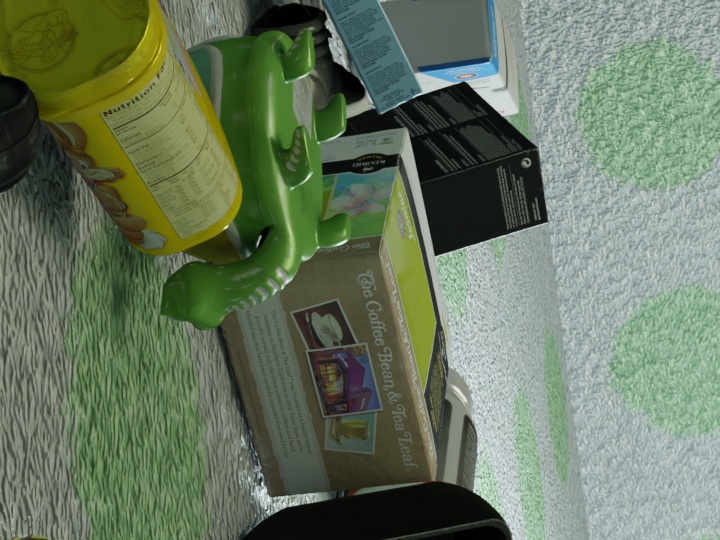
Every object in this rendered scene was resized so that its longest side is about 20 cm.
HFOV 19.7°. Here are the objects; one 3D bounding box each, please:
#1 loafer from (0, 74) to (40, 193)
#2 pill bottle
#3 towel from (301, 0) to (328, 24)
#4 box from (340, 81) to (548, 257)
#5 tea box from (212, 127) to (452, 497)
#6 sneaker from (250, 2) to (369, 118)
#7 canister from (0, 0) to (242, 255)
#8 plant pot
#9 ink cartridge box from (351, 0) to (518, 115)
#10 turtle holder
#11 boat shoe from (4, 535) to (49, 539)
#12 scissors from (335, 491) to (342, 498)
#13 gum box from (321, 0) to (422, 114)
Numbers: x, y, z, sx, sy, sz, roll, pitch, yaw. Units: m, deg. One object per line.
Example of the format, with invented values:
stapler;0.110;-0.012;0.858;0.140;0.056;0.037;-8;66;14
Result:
loafer;-0.192;-0.062;0.920;0.201;0.068;0.071;-56;147;-68
pill bottle;0.046;0.175;1.842;0.200;0.113;0.114;-78;158;-57
towel;-0.045;-0.336;1.914;0.201;0.024;0.147;-85;165;-45
box;0.067;-0.090;1.867;0.200;0.140;0.079;-126;-156;-63
tea box;-0.016;0.031;1.570;0.197;0.133;0.201;-78;158;-60
sneaker;-0.039;-0.176;1.729;0.200;0.070;0.100;-41;128;-71
canister;-0.136;-0.110;1.126;0.200;0.086;0.149;64;2;-63
plant pot;0.016;0.253;1.493;0.178;0.199;0.201;-95;175;-74
ink cartridge box;0.079;-0.215;2.144;0.200;0.145;0.085;41;42;-72
turtle holder;-0.080;-0.056;1.311;0.141;0.131;0.187;12;72;-79
boat shoe;-0.156;0.161;0.993;0.200;0.059;0.072;42;42;-73
scissors;-0.011;0.143;1.804;0.073;0.014;0.201;-30;-136;63
gum box;-0.016;-0.242;1.732;0.170;0.044;0.201;-103;167;-74
